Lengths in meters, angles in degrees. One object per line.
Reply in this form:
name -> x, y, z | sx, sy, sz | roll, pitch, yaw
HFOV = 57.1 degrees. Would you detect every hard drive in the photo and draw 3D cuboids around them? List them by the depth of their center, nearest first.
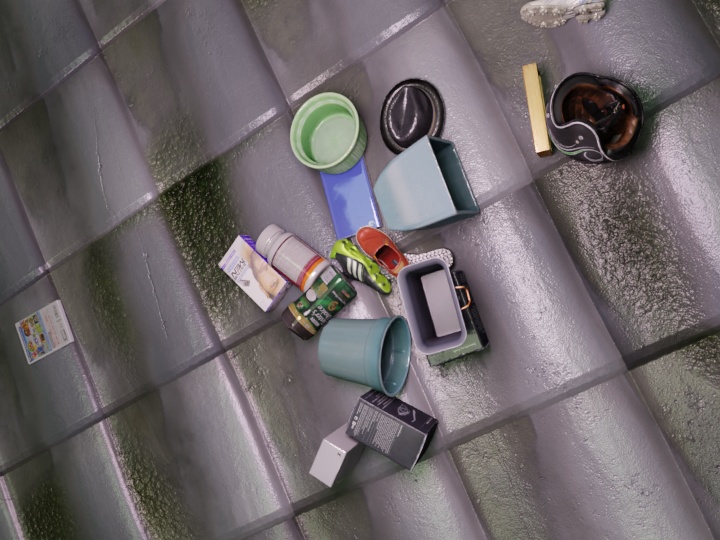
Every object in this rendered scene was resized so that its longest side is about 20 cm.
hard drive -> -0.027, -0.197, 1.781 | 0.129, 0.025, 0.204 | -17, 86, 19

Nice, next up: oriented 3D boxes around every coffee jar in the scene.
coffee jar -> -0.109, 0.088, 1.730 | 0.200, 0.104, 0.086 | -43, 51, 2

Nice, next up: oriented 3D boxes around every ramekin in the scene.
ramekin -> -0.078, -0.353, 1.742 | 0.196, 0.097, 0.205 | -4, 79, 22

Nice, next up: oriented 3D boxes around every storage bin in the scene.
storage bin -> 0.186, 0.074, 1.528 | 0.143, 0.134, 0.204 | -18, 86, 19

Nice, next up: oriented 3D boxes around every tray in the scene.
tray -> 0.422, -0.378, 1.576 | 0.036, 0.098, 0.205 | -8, 89, 20

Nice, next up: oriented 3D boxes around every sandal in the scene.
sandal -> 0.145, -0.013, 1.717 | 0.196, 0.048, 0.077 | -6, 88, 10

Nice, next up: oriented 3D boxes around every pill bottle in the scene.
pill bottle -> -0.184, -0.033, 1.797 | 0.199, 0.109, 0.111 | 36, 103, 15

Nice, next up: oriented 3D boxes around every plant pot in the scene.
plant pot -> 0.149, -0.193, 1.637 | 0.197, 0.195, 0.200 | -23, 84, 27
plant pot -> 0.007, 0.208, 1.702 | 0.192, 0.199, 0.205 | 3, 93, 28

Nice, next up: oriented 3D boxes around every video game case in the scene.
video game case -> -1.031, 0.202, 2.157 | 0.197, 0.018, 0.146 | -25, 83, 18

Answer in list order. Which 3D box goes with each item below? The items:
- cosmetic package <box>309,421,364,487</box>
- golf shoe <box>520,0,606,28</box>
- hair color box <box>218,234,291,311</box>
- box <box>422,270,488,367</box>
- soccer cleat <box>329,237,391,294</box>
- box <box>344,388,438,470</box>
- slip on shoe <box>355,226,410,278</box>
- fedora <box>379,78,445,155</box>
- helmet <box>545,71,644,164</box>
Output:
cosmetic package -> -0.049, 0.470, 1.714 | 0.070, 0.199, 0.103 | 27, 99, 16
golf shoe -> 0.481, -0.639, 1.574 | 0.195, 0.078, 0.100 | 1, 75, 14
hair color box -> -0.293, 0.007, 1.863 | 0.199, 0.065, 0.110 | 42, 103, 12
box -> 0.215, 0.120, 1.652 | 0.146, 0.104, 0.204 | -21, 85, 18
soccer cleat -> 0.000, 0.000, 1.763 | 0.200, 0.067, 0.082 | 44, 124, 13
box -> 0.082, 0.399, 1.692 | 0.197, 0.148, 0.106 | 26, 100, 17
slip on shoe -> 0.054, -0.053, 1.690 | 0.074, 0.061, 0.200 | -48, 54, 6
fedora -> 0.122, -0.394, 1.686 | 0.196, 0.091, 0.206 | 1, 92, 19
helmet -> 0.516, -0.341, 1.494 | 0.190, 0.197, 0.204 | 35, 105, 53
